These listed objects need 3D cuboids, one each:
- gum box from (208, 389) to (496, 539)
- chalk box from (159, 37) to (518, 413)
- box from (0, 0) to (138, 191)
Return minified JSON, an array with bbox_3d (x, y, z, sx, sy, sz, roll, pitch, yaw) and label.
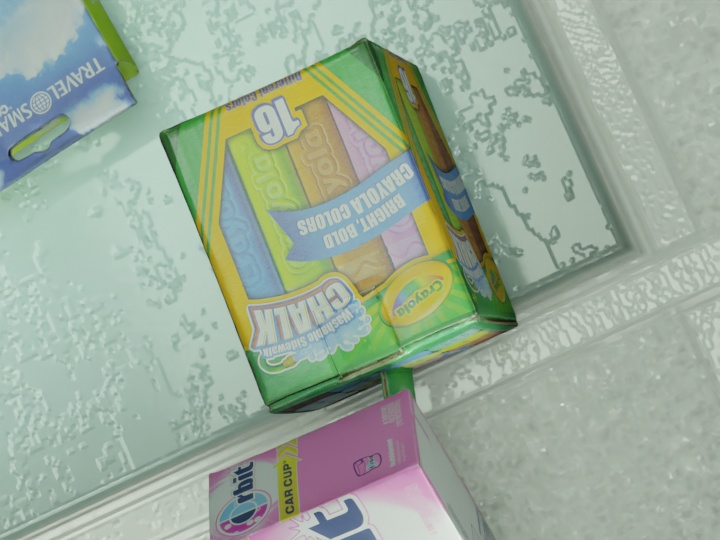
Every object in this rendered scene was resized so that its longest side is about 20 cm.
[{"bbox_3d":[0.018,0.171,1.258,0.113,0.066,0.201,-24,120,11],"label":"gum box"},{"bbox_3d":[0.000,0.000,1.287,0.123,0.124,0.201,-24,84,10],"label":"chalk box"},{"bbox_3d":[-0.213,-0.145,1.377,0.122,0.048,0.201,-32,82,10],"label":"box"}]
